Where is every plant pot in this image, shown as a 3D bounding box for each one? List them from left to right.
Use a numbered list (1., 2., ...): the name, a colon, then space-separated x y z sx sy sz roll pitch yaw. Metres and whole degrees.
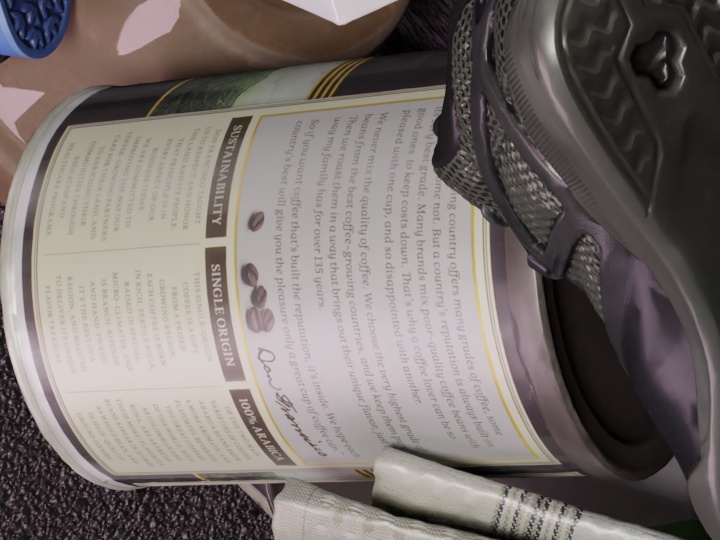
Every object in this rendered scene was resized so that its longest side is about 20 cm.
1. plant pot: -0.063 -0.119 0.995 0.200 0.200 0.174 54 152 -14

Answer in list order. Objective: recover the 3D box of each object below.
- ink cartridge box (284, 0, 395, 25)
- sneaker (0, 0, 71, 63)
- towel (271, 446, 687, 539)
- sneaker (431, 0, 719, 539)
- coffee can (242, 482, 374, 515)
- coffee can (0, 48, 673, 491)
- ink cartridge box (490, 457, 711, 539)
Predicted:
1. ink cartridge box: -0.028 -0.179 0.682 0.147 0.083 0.201 33 147 65
2. sneaker: -0.166 -0.165 0.897 0.070 0.078 0.201 -40 -58 -58
3. towel: 0.066 0.144 0.843 0.199 0.035 0.193 12 139 13
4. sneaker: 0.083 -0.004 0.654 0.200 0.076 0.114 59 172 -20
5. coffee can: -0.015 0.096 1.602 0.147 0.146 0.200 55 172 -18
6. coffee can: 0.000 0.000 0.858 0.199 0.147 0.147 -4 137 28
7. ink cartridge box: 0.096 0.092 0.972 0.146 0.084 0.201 63 -162 -50
